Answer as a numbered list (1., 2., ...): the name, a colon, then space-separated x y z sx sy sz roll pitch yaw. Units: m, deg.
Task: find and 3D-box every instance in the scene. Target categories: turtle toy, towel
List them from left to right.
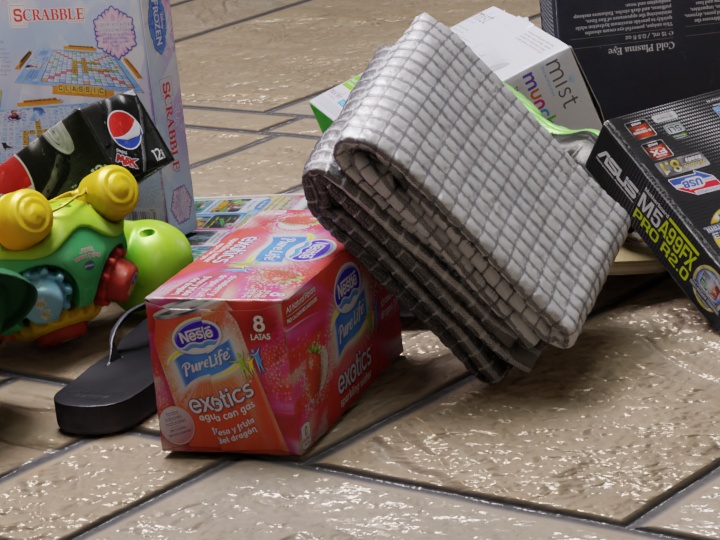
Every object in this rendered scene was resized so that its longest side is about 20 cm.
1. turtle toy: -0.203 -0.004 1.749 0.199 0.102 0.145 -17 -4 -41
2. towel: 0.066 -0.042 1.584 0.085 0.200 0.166 -39 12 35

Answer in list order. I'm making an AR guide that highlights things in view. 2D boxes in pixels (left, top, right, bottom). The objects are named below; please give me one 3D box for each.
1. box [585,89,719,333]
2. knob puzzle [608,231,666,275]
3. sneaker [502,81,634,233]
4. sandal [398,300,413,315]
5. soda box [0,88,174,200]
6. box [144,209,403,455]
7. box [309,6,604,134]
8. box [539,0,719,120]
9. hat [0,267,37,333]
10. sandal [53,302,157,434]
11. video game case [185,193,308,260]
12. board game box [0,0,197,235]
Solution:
1. box: 0.274 -0.052 1.692 0.199 0.044 0.161 -16 55 -31
2. knob puzzle: 0.139 -0.020 1.764 0.218 0.031 0.220 9 16 -2
3. sneaker: 0.120 -0.068 1.770 0.084 0.077 0.199 -37 43 -23
4. sandal: -0.001 0.000 1.740 0.198 0.043 0.076 0 17 21
5. soda box: -0.234 -0.058 1.868 0.199 0.064 0.071 -31 -2 37
6. box: -0.050 0.035 1.565 0.095 0.101 0.200 0 16 20
7. box: 0.074 -0.116 1.958 0.176 0.097 0.200 -27 19 -7
8. box: 0.249 -0.180 2.047 0.198 0.184 0.104 -6 15 -2
9. hat: -0.274 0.107 1.537 0.199 0.177 0.166 -2 -23 -35
10. sandal: -0.136 0.052 1.638 0.075 0.043 0.200 -1 17 16
11. video game case: -0.142 -0.022 1.939 0.180 0.024 0.200 -2 16 15
12. board game box: -0.227 -0.125 1.920 0.199 0.201 0.041 3 17 29
